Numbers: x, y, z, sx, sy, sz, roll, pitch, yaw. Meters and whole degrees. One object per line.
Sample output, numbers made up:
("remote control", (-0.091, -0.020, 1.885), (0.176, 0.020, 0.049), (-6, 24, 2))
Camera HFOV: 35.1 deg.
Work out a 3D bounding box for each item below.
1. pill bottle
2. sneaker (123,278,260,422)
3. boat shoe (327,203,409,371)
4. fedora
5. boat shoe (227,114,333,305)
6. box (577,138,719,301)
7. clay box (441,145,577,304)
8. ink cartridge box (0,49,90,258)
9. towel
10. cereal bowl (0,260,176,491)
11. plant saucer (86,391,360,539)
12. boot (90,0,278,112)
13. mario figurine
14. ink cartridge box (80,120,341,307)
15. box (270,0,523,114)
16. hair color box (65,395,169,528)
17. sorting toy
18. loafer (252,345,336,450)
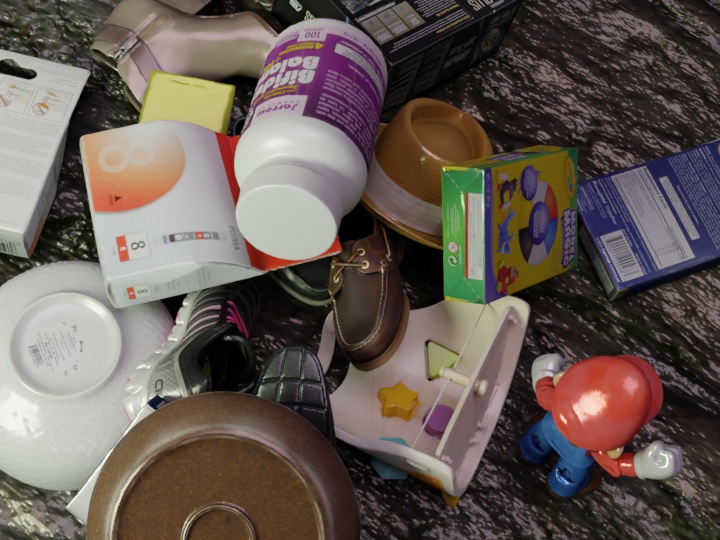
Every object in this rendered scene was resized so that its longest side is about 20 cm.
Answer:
("pill bottle", (-0.043, -0.109, 0.948), (0.111, 0.113, 0.201), (13, 48, -2))
("sneaker", (-0.116, 0.066, 0.955), (0.087, 0.074, 0.200), (-8, 26, 25))
("boat shoe", (0.000, 0.000, 1.008), (0.070, 0.071, 0.201), (-25, 35, 19))
("fedora", (0.066, -0.101, 1.048), (0.199, 0.082, 0.201), (23, 31, -15))
("boat shoe", (-0.072, -0.063, 1.065), (0.074, 0.066, 0.201), (-18, 68, -15))
("box", (0.312, -0.055, 1.134), (0.198, 0.032, 0.122), (-17, 68, -14))
("clay box", (0.144, -0.047, 1.019), (0.047, 0.116, 0.199), (7, 16, 37))
("ink cartridge box", (-0.359, -0.120, 1.072), (0.160, 0.050, 0.202), (13, 55, -1))
("towel", (-0.175, -0.086, 1.068), (0.085, 0.018, 0.202), (11, 76, -7))
("cereal bowl", (-0.246, 0.078, 0.966), (0.197, 0.083, 0.202), (3, 65, -7))
("plant saucer", (-0.099, 0.188, 0.805), (0.198, 0.034, 0.203), (0, 90, 0))
("boot", (-0.162, -0.204, 1.127), (0.200, 0.070, 0.146), (42, 73, 14))
("mario figurine", (0.200, 0.121, 0.941), (0.122, 0.200, 0.107), (18, 64, 1))
("ink cartridge box", (-0.131, -0.064, 0.982), (0.198, 0.050, 0.163), (-15, 56, -6))
("box", (0.038, -0.270, 1.152), (0.199, 0.086, 0.164), (-33, 73, -32))
("hair color box", (-0.108, 0.195, 0.852), (0.199, 0.061, 0.100), (39, 90, -2))
("sorting toy", (0.029, 0.100, 0.989), (0.178, 0.108, 0.201), (18, 46, 16))
("loafer", (-0.052, 0.158, 0.919), (0.072, 0.072, 0.203), (4, 96, 10))
